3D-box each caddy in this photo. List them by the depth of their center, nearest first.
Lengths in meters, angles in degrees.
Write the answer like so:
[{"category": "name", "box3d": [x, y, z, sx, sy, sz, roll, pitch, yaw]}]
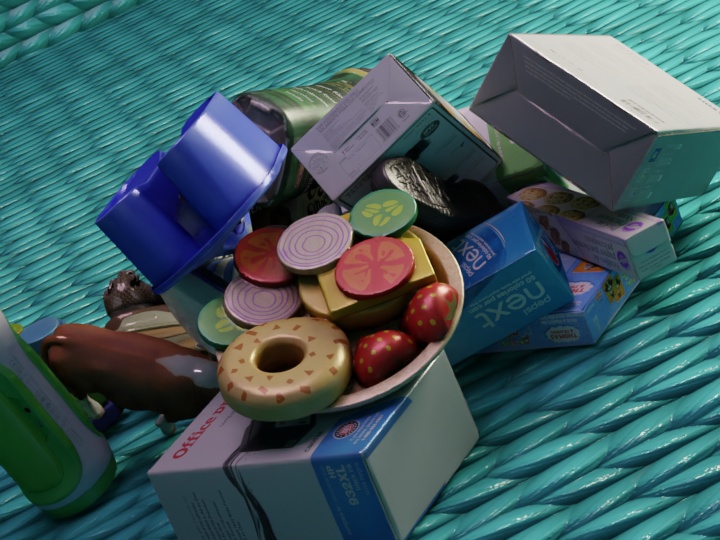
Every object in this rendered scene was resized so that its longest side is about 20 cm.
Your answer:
[{"category": "caddy", "box3d": [-0.126, -0.056, 1.477, 0.141, 0.105, 0.200, -44, 9, 15]}]

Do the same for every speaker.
[{"category": "speaker", "box3d": [-0.287, 0.112, 1.526, 0.088, 0.200, 0.089, -26, 29, 16]}]

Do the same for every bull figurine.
[{"category": "bull figurine", "box3d": [-0.175, 0.096, 1.572, 0.121, 0.199, 0.065, 119, 170, -63]}]

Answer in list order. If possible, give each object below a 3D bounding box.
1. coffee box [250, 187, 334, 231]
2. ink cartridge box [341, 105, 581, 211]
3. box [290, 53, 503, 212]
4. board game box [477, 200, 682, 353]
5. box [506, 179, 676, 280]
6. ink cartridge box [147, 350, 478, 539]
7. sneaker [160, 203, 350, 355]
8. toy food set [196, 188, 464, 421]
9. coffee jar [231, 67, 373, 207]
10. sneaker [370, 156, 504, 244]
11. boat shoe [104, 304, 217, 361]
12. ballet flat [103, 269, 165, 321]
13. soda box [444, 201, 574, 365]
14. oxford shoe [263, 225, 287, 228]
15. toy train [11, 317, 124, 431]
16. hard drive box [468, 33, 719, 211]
[{"category": "coffee box", "box3d": [-0.093, -0.049, 1.803, 0.080, 0.113, 0.200, -8, 12, 39]}, {"category": "ink cartridge box", "box3d": [0.091, -0.084, 1.703, 0.199, 0.085, 0.146, -15, -18, 19]}, {"category": "box", "box3d": [0.034, -0.095, 1.538, 0.117, 0.060, 0.200, -44, -22, 9]}, {"category": "board game box", "box3d": [0.168, 0.002, 1.568, 0.151, 0.037, 0.200, -7, 25, 37]}, {"category": "box", "box3d": [0.188, -0.036, 1.532, 0.041, 0.039, 0.200, -28, 22, -15]}, {"category": "ink cartridge box", "box3d": [-0.035, 0.137, 1.379, 0.199, 0.084, 0.145, -9, 25, 34]}, {"category": "sneaker", "box3d": [-0.066, 0.003, 1.520, 0.146, 0.081, 0.200, -41, 29, -22]}, {"category": "toy food set", "box3d": [-0.022, 0.025, 1.367, 0.199, 0.049, 0.198, -21, 43, -1]}, {"category": "coffee jar", "box3d": [-0.038, -0.130, 1.743, 0.085, 0.105, 0.200, 28, 30, 30]}, {"category": "sneaker", "box3d": [0.048, -0.031, 1.514, 0.104, 0.060, 0.200, -42, -27, 24]}, {"category": "boat shoe", "box3d": [-0.131, 0.068, 1.690, 0.199, 0.076, 0.072, -12, -23, -12]}, {"category": "ballet flat", "box3d": [-0.210, 0.033, 1.767, 0.067, 0.046, 0.200, -19, -9, 3]}, {"category": "soda box", "box3d": [0.066, 0.031, 1.486, 0.200, 0.068, 0.064, -30, 38, 15]}, {"category": "oxford shoe", "box3d": [0.000, 0.000, 1.674, 0.200, 0.072, 0.071, 20, 9, 30]}, {"category": "toy train", "box3d": [-0.317, 0.101, 1.720, 0.200, 0.116, 0.085, 1, 30, 47]}, {"category": "hard drive box", "box3d": [0.210, -0.128, 1.547, 0.156, 0.077, 0.200, 38, 24, 23]}]
